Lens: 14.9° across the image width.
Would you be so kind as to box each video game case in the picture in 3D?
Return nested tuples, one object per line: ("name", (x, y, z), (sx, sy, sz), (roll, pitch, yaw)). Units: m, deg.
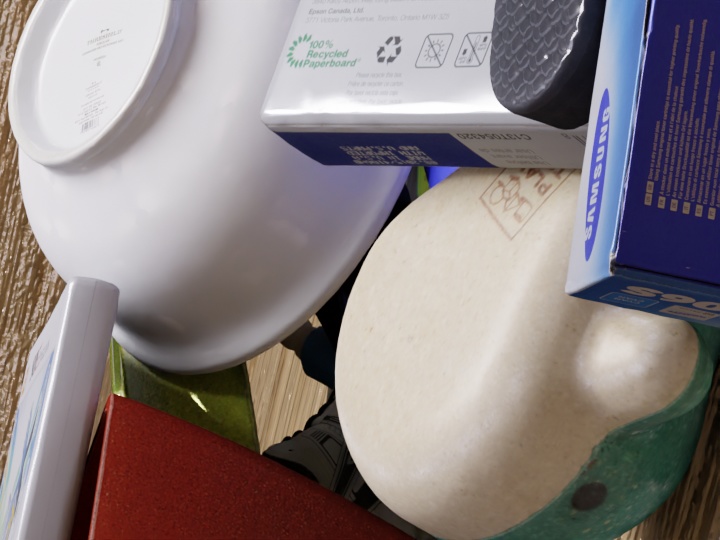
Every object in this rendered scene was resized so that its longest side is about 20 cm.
("video game case", (-0.131, 0.115, 1.053), (0.182, 0.022, 0.201), (138, 143, -75))

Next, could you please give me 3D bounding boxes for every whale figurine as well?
("whale figurine", (0.081, 0.002, 0.870), (0.200, 0.103, 0.159), (-53, 32, 11))

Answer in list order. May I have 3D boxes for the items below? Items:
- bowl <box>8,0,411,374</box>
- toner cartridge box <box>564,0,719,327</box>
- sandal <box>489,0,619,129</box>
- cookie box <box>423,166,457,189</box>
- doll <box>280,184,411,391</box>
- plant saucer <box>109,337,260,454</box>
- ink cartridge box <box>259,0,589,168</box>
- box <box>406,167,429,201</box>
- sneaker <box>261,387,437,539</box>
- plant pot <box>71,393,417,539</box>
("bowl", (-0.071, -0.069, 1.051), (0.201, 0.090, 0.202), (-27, 51, 39))
("toner cartridge box", (0.117, -0.084, 0.730), (0.043, 0.094, 0.201), (146, 135, -75))
("sandal", (0.076, -0.135, 0.791), (0.076, 0.043, 0.201), (-13, 64, 65))
("cookie box", (0.078, -0.130, 1.008), (0.171, 0.075, 0.201), (-104, 28, -61))
("doll", (0.000, 0.000, 1.147), (0.136, 0.048, 0.201), (-37, 75, 46))
("plant saucer", (-0.077, 0.061, 1.163), (0.201, 0.048, 0.201), (92, 169, -51))
("ink cartridge box", (0.075, -0.127, 0.848), (0.196, 0.043, 0.201), (3, 68, 46))
("box", (0.040, -0.104, 1.278), (0.110, 0.034, 0.201), (-142, 64, -77))
("sneaker", (-0.010, 0.085, 1.208), (0.200, 0.087, 0.076), (-97, 20, -62))
("plant pot", (-0.037, 0.195, 0.994), (0.200, 0.175, 0.201), (114, 165, -46))
